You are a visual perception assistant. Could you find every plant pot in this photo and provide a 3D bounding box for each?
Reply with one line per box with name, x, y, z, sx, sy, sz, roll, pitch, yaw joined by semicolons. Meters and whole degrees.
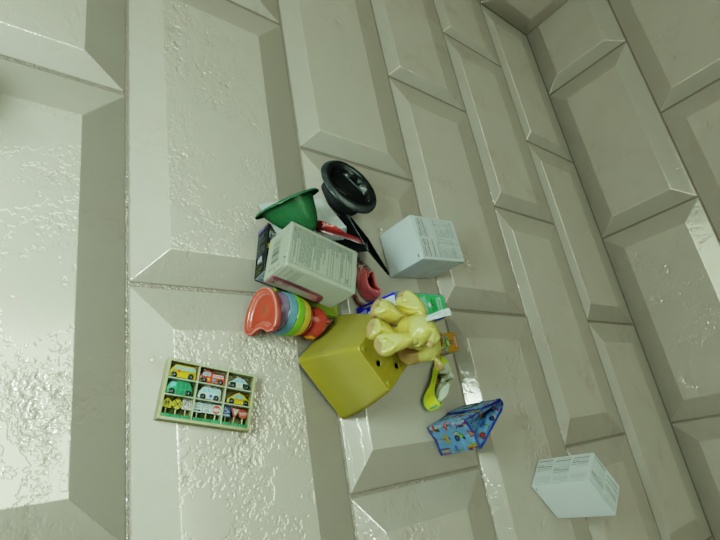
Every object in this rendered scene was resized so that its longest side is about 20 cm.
plant pot;0.007;0.223;1.262;0.200;0.176;0.200;56;44;-11

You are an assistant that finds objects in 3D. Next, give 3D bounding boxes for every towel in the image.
towel;-0.141;0.072;1.337;0.200;0.018;0.086;17;58;-35

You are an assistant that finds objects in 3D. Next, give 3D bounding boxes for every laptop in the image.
laptop;-0.039;-0.067;1.443;0.200;0.116;0.187;48;10;-44

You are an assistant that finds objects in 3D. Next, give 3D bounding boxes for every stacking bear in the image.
stacking bear;-0.165;0.116;1.234;0.200;0.121;0.114;21;63;-44

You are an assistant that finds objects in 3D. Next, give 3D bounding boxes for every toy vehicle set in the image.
toy vehicle set;-0.322;0.266;1.064;0.200;0.027;0.124;20;56;-33

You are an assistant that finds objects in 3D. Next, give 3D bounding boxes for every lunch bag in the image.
lunch bag;0.317;0.433;1.452;0.200;0.151;0.094;-24;84;-46

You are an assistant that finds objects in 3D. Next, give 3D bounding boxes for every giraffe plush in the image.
giraffe plush;0.128;0.157;1.185;0.162;0.200;0.173;63;30;-47

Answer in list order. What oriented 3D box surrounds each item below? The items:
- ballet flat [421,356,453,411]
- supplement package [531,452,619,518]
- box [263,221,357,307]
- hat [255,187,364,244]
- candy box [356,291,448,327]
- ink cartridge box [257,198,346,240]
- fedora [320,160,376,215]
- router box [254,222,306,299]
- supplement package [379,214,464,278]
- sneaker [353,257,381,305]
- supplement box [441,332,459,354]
ballet flat;0.243;0.332;1.502;0.067;0.067;0.200;45;45;-13
supplement package;0.685;0.689;1.605;0.156;0.200;0.111;51;45;-8
box;-0.119;-0.010;1.234;0.200;0.109;0.128;25;51;-30
hat;-0.137;-0.094;1.250;0.176;0.200;0.166;65;23;-3
candy box;0.120;0.120;1.434;0.200;0.169;0.077;4;69;-40
ink cartridge box;-0.160;-0.132;1.369;0.200;0.050;0.162;-11;41;-28
fedora;-0.051;-0.234;1.523;0.200;0.092;0.201;23;45;-25
router box;-0.174;-0.017;1.317;0.200;0.052;0.157;24;46;-31
supplement package;0.197;-0.071;1.619;0.200;0.152;0.151;3;66;-41
sneaker;0.000;0.000;1.450;0.074;0.087;0.200;-23;82;-46
supplement box;0.212;0.229;1.531;0.200;0.069;0.067;1;69;-44
